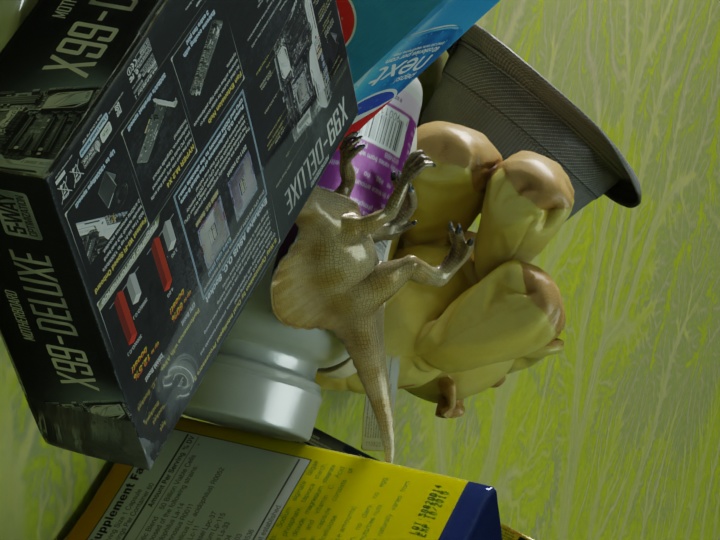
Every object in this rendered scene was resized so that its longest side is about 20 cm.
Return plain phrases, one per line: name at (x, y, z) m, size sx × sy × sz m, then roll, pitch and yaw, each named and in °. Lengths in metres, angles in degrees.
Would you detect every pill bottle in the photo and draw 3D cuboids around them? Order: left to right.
pill bottle at (-0.042, -0.017, 1.204) m, size 0.112 × 0.112 × 0.200 m, roll 35°, pitch 68°, yaw -67°

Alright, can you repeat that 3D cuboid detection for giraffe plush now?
giraffe plush at (0.053, 0.023, 1.409) m, size 0.200 × 0.172 × 0.162 m, roll -68°, pitch 161°, yaw -5°

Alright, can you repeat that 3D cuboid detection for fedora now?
fedora at (0.092, -0.077, 1.488) m, size 0.090 × 0.177 × 0.200 m, roll -49°, pitch 178°, yaw 2°

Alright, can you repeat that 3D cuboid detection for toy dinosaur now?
toy dinosaur at (0.000, 0.000, 1.144) m, size 0.101 × 0.058 × 0.200 m, roll -38°, pitch 133°, yaw -17°

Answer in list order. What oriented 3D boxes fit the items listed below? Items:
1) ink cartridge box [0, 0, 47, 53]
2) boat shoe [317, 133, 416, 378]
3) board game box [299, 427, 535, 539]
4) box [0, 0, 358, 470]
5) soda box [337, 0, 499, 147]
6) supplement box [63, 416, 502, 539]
ink cartridge box at (-0.124, -0.066, 0.899) m, size 0.200 × 0.083 × 0.147 m, roll 19°, pitch 83°, yaw -69°
boat shoe at (-0.018, -0.042, 1.316) m, size 0.060 × 0.072 × 0.200 m, roll 20°, pitch 74°, yaw -46°
board game box at (-0.008, 0.214, 1.348) m, size 0.200 × 0.200 × 0.062 m, roll -61°, pitch 155°, yaw -7°
box at (-0.070, -0.052, 0.858) m, size 0.158 × 0.050 × 0.200 m, roll 77°, pitch 33°, yaw -47°
soda box at (-0.033, -0.091, 1.103) m, size 0.200 × 0.068 × 0.064 m, roll -42°, pitch 166°, yaw 16°
supplement box at (-0.037, 0.162, 1.180) m, size 0.109 × 0.200 × 0.110 m, roll -59°, pitch 151°, yaw -41°
